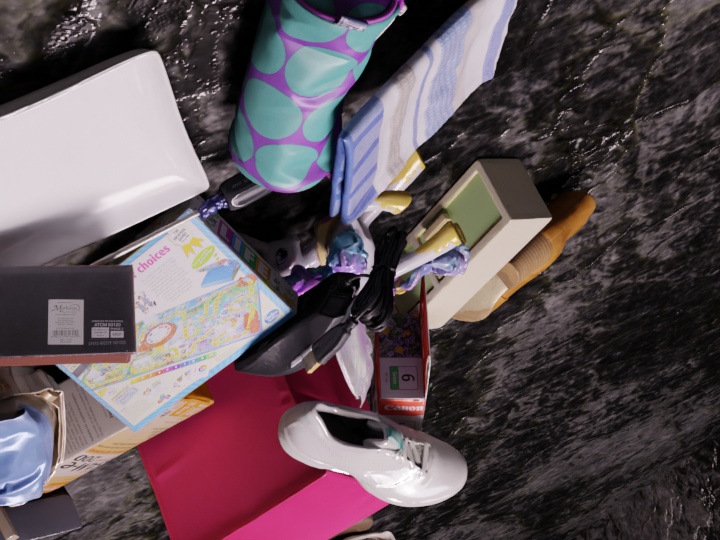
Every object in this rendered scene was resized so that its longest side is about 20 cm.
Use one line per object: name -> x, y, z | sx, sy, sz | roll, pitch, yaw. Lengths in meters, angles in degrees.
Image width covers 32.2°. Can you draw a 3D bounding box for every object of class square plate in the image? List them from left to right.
square plate -> -0.219, -0.073, 0.896 | 0.196, 0.029, 0.200 | -25, 157, -7

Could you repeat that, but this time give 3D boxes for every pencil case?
pencil case -> -0.034, -0.141, 0.876 | 0.091, 0.086, 0.201 | 15, 146, -9

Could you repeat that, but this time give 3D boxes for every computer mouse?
computer mouse -> -0.033, 0.056, 1.044 | 0.199, 0.046, 0.141 | -36, -161, 26

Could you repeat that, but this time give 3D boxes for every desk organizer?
desk organizer -> -0.274, 0.044, 0.953 | 0.197, 0.073, 0.077 | -1, 159, -14

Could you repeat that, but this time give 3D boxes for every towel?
towel -> 0.049, -0.132, 0.955 | 0.200, 0.024, 0.147 | -47, 167, -19

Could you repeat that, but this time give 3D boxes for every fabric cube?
fabric cube -> -0.104, 0.191, 1.354 | 0.195, 0.201, 0.199 | -32, 154, 16

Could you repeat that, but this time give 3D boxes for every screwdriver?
screwdriver -> -0.141, -0.035, 0.991 | 0.199, 0.029, 0.028 | -33, -171, -8

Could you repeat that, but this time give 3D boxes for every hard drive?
hard drive -> -0.397, 0.256, 1.287 | 0.198, 0.043, 0.135 | -9, -172, -21

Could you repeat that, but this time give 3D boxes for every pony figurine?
pony figurine -> 0.000, 0.000, 1.164 | 0.198, 0.167, 0.194 | -27, 125, 9

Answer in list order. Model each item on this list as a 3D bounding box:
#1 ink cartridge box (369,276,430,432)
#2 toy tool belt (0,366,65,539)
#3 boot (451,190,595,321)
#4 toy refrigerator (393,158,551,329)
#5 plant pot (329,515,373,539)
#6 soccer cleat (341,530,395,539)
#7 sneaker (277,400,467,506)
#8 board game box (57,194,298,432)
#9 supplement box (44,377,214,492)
ink cartridge box -> 0.038, 0.107, 1.271 | 0.050, 0.110, 0.201 | 1, 139, -2
toy tool belt -> -0.312, 0.133, 1.053 | 0.123, 0.124, 0.201 | -9, 140, -11
boot -> 0.171, -0.018, 1.381 | 0.144, 0.071, 0.201 | -38, -176, -28
toy refrigerator -> 0.098, -0.023, 1.276 | 0.069, 0.076, 0.200 | -5, 149, -41
plant pot -> -0.066, 0.264, 1.576 | 0.198, 0.176, 0.201 | -23, 157, -11
soccer cleat -> -0.042, 0.370, 1.522 | 0.199, 0.070, 0.078 | -21, 153, -32
sneaker -> 0.024, 0.171, 1.191 | 0.198, 0.076, 0.088 | 18, 151, -19
board game box -> -0.171, 0.040, 1.076 | 0.199, 0.034, 0.134 | -35, 115, 20
supplement box -> -0.257, 0.143, 1.220 | 0.198, 0.074, 0.126 | -28, 169, 4
